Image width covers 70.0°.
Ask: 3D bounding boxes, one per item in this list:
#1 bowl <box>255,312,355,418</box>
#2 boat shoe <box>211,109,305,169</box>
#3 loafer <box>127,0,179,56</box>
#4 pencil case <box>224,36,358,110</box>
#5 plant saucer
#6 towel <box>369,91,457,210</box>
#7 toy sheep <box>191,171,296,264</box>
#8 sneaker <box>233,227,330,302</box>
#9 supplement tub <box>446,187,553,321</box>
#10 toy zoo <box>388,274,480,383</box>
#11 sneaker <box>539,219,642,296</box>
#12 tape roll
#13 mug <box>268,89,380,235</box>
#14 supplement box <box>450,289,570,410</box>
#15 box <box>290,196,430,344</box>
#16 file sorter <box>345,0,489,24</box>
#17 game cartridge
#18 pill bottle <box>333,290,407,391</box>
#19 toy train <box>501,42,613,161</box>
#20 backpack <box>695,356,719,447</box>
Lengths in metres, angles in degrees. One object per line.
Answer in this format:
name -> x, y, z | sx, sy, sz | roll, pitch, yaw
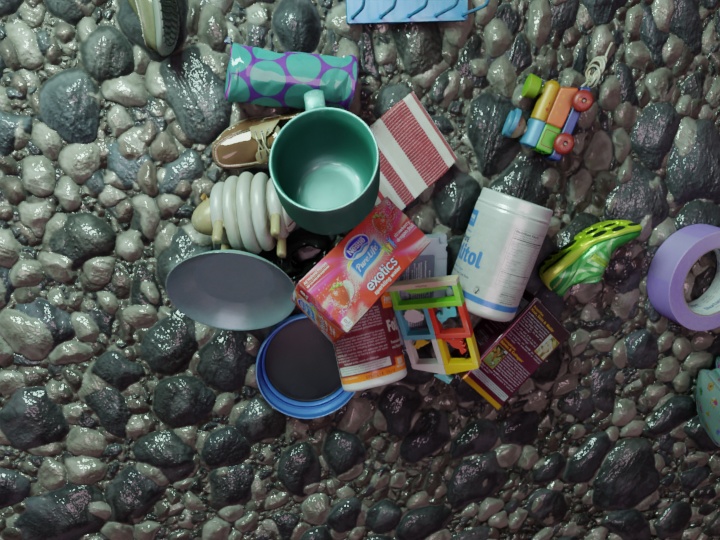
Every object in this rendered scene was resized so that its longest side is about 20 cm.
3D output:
bowl -> -0.092, 0.171, 0.939 | 0.195, 0.039, 0.206 | -3, 107, -10
boat shoe -> -0.137, -0.206, 0.798 | 0.196, 0.072, 0.077 | -20, 109, -4
loafer -> -0.305, -0.405, 0.714 | 0.068, 0.075, 0.205 | -6, 104, 4
pencil case -> -0.104, -0.290, 0.772 | 0.195, 0.094, 0.086 | 2, 139, -12
plant saucer -> -0.194, 0.023, 0.792 | 0.196, 0.039, 0.203 | -2, 142, -1
towel -> 0.051, -0.179, 0.871 | 0.199, 0.023, 0.145 | -40, 108, 1
toy sheep -> -0.163, -0.087, 0.798 | 0.195, 0.138, 0.141 | -4, 108, -3
sneaker -> -0.138, -0.007, 0.850 | 0.198, 0.091, 0.077 | -33, 112, 2
supplement tub -> 0.238, -0.027, 0.893 | 0.129, 0.132, 0.204 | 13, 103, -14
toy zoo -> 0.133, 0.108, 0.898 | 0.129, 0.020, 0.204 | -7, 112, 31
sneaker -> 0.432, -0.025, 0.965 | 0.198, 0.074, 0.084 | -33, 108, 11
tape roll -> 0.680, 0.014, 1.025 | 0.195, 0.066, 0.205 | -3, 108, -9
mug -> -0.040, -0.144, 0.731 | 0.149, 0.115, 0.188 | 21, 73, 9
supplement box -> 0.279, 0.143, 0.976 | 0.110, 0.086, 0.201 | 40, 96, -19
box -> 0.000, 0.000, 0.771 | 0.100, 0.096, 0.200 | 44, 67, 3
file sorter -> 0.080, -0.444, 0.742 | 0.195, 0.123, 0.142 | -6, 107, -8
game cartridge -> 0.090, 0.036, 0.935 | 0.130, 0.041, 0.205 | -4, 107, -13
pill bottle -> 0.004, 0.089, 0.862 | 0.111, 0.114, 0.205 | -12, 84, -6
toy train -> 0.324, -0.299, 0.860 | 0.113, 0.085, 0.204 | 20, 102, -2
backpack -> 0.809, 0.302, 1.083 | 0.150, 0.177, 0.204 | -15, 111, 12
